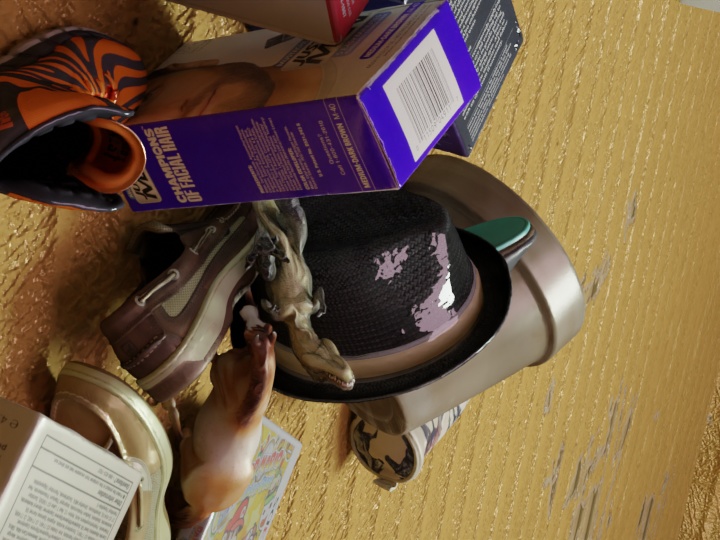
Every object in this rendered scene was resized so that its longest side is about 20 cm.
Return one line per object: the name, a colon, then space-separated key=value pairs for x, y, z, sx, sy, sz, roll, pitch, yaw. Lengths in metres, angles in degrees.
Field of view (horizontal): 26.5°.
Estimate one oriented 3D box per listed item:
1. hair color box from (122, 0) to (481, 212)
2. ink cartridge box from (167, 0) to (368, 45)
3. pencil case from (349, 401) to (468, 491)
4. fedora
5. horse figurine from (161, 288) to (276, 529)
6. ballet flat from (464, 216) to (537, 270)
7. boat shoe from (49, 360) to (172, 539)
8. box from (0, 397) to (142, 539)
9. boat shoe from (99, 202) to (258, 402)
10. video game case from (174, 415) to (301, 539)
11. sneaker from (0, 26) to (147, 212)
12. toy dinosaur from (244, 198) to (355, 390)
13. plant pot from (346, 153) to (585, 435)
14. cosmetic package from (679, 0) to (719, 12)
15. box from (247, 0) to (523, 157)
hair color box: x=-0.045 y=-0.093 z=0.876 sx=0.109 sy=0.199 sz=0.065 roll=-52 pitch=126 yaw=-42
ink cartridge box: x=-0.037 y=-0.258 z=0.853 sx=0.200 sy=0.144 sz=0.146 roll=-58 pitch=154 yaw=-29
pencil case: x=0.063 y=0.118 z=1.432 sx=0.200 sy=0.078 sz=0.090 roll=-45 pitch=130 yaw=-47
fedora: x=0.000 y=0.000 z=1.042 sx=0.201 sy=0.200 sz=0.092 roll=-54 pitch=142 yaw=-37
horse figurine: x=-0.095 y=0.096 z=1.002 sx=0.050 sy=0.133 sz=0.201 roll=12 pitch=113 yaw=-26
ballet flat: x=0.041 y=0.020 z=1.138 sx=0.199 sy=0.073 sz=0.073 roll=-20 pitch=141 yaw=-5
boat shoe: x=-0.163 y=0.140 z=0.954 sx=0.201 sy=0.073 sz=0.063 roll=94 pitch=21 yaw=-45
box: x=-0.220 y=0.163 z=0.790 sx=0.201 sy=0.109 sz=0.128 roll=-66 pitch=156 yaw=-14
boat shoe: x=-0.108 y=-0.008 z=0.965 sx=0.075 sy=0.075 sz=0.203 roll=-38 pitch=-162 yaw=29
video game case: x=-0.101 y=0.199 z=1.144 sx=0.200 sy=0.023 sz=0.183 roll=59 pitch=52 yaw=-74
sneaker: x=-0.146 y=-0.071 z=0.784 sx=0.200 sy=0.112 sz=0.078 roll=-33 pitch=136 yaw=-57
toy dinosaur: x=-0.050 y=-0.023 z=0.934 sx=0.088 sy=0.047 sz=0.201 roll=82 pitch=-7 yaw=-72
plant pot: x=0.053 y=0.035 z=1.247 sx=0.173 sy=0.200 sz=0.200 roll=-42 pitch=146 yaw=-21
cosmetic package: x=0.532 y=-0.427 z=1.982 sx=0.200 sy=0.166 sz=0.168 roll=-37 pitch=139 yaw=-55
box: x=0.009 y=-0.181 z=1.011 sx=0.105 sy=0.147 sz=0.200 roll=-64 pitch=155 yaw=-16
